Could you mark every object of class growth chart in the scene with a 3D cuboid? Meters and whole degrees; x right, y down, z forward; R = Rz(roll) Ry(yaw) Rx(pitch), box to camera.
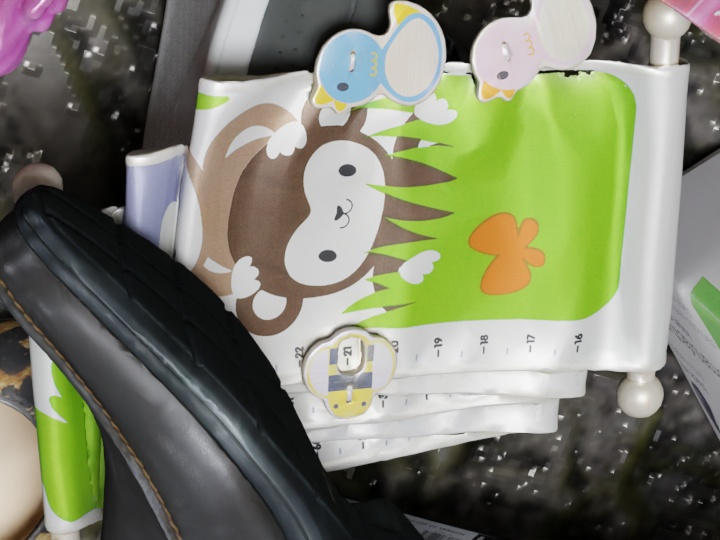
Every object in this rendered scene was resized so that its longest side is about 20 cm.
[{"bbox_3d":[0.000,0.000,0.761,0.199,0.018,0.145,-14,118,-13],"label":"growth chart"}]

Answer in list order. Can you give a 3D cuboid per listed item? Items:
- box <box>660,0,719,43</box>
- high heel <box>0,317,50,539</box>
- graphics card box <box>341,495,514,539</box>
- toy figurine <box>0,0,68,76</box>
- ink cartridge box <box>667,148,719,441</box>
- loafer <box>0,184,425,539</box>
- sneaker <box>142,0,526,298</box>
[{"bbox_3d":[0.137,-0.156,0.724,0.094,0.103,0.200,27,110,-38],"label":"box"},{"bbox_3d":[-0.119,0.082,0.759,0.199,0.143,0.072,-26,115,-4],"label":"high heel"},{"bbox_3d":[0.047,0.145,0.820,0.199,0.051,0.126,11,111,20],"label":"graphics card box"},{"bbox_3d":[-0.101,-0.121,0.696,0.199,0.150,0.184,30,113,-7],"label":"toy figurine"},{"bbox_3d":[0.170,0.065,0.826,0.084,0.146,0.201,-32,115,-3],"label":"ink cartridge box"},{"bbox_3d":[-0.039,0.066,0.727,0.072,0.073,0.200,-34,112,9],"label":"loafer"},{"bbox_3d":[0.003,-0.074,0.777,0.099,0.071,0.201,5,113,-20],"label":"sneaker"}]
